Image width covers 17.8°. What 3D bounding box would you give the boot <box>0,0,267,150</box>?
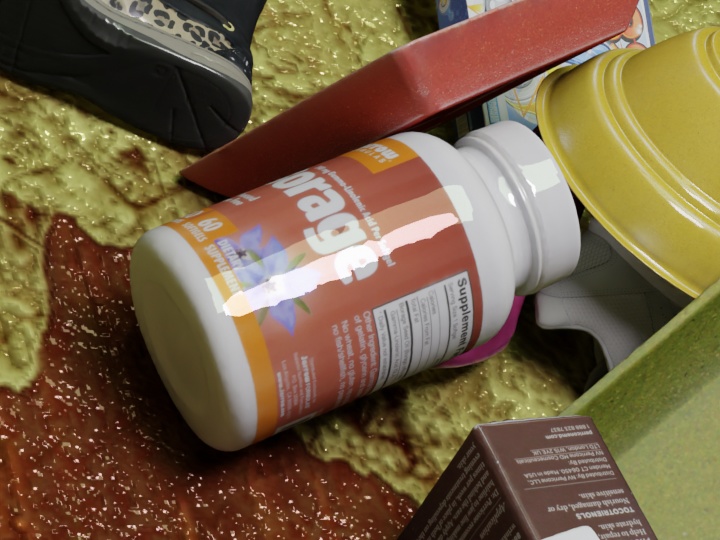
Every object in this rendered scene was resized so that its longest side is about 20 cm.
[{"bbox_3d":[-0.140,-0.163,1.250,0.204,0.073,0.154,29,38,-12],"label":"boot"}]

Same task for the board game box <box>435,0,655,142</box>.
[{"bbox_3d":[0.107,-0.171,1.367,0.135,0.034,0.200,-1,77,-31],"label":"board game box"}]

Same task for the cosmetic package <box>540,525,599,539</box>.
[{"bbox_3d":[0.031,0.233,0.859,0.166,0.200,0.167,-14,57,-40],"label":"cosmetic package"}]

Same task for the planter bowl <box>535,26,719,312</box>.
[{"bbox_3d":[0.196,-0.067,1.195,0.200,0.083,0.200,25,33,-18],"label":"planter bowl"}]

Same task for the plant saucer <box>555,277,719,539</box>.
[{"bbox_3d":[0.195,0.119,1.110,0.200,0.200,0.048,53,12,24],"label":"plant saucer"}]

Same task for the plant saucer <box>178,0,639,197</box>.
[{"bbox_3d":[0.035,-0.095,1.200,0.200,0.200,0.037,-27,92,-41],"label":"plant saucer"}]

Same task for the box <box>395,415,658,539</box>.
[{"bbox_3d":[0.099,0.173,1.035,0.075,0.100,0.200,-2,51,-32],"label":"box"}]

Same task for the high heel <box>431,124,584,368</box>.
[{"bbox_3d":[0.074,-0.023,1.207,0.067,0.096,0.200,26,36,26],"label":"high heel"}]

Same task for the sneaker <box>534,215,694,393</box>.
[{"bbox_3d":[0.171,0.055,1.228,0.200,0.092,0.076,44,2,-13],"label":"sneaker"}]

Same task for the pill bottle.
[{"bbox_3d":[0.000,0.000,1.098,0.200,0.112,0.112,-23,62,-21],"label":"pill bottle"}]
